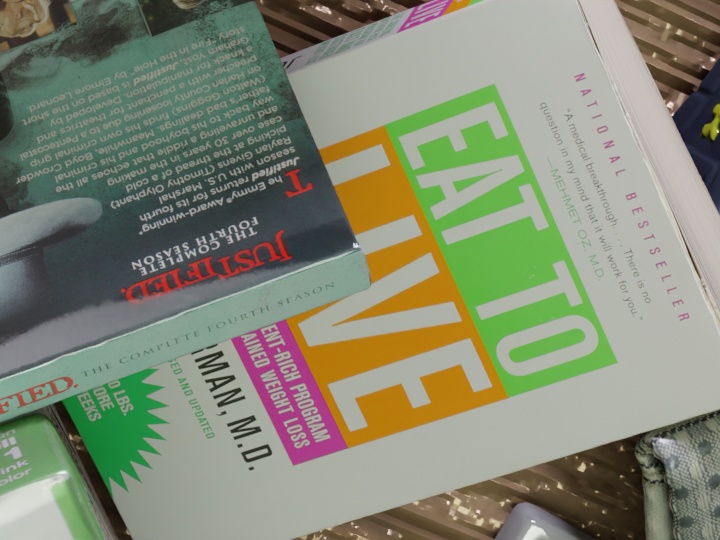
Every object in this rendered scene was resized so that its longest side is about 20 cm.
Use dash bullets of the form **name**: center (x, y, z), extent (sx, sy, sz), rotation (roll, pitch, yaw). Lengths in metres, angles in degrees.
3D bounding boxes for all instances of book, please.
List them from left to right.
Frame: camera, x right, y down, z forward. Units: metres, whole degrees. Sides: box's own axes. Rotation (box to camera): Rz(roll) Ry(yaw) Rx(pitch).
- **book**: center (0.000, 0.000, 0.869), extent (0.199, 0.048, 0.134), rotation (-20, 107, 23)

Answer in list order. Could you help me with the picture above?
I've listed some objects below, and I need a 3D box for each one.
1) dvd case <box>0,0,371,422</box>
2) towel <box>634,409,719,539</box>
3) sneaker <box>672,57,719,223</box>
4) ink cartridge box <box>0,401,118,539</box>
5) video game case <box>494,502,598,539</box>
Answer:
- **dvd case**: center (-0.096, -0.051, 0.809), extent (0.146, 0.200, 0.022), rotation (-20, 143, -5)
- **towel**: center (0.173, 0.095, 0.928), extent (0.192, 0.035, 0.201), rotation (-22, 124, -20)
- **sneaker**: center (0.139, -0.030, 0.910), extent (0.082, 0.074, 0.200), rotation (31, 101, -23)
- **ink cartridge box**: center (-0.103, 0.097, 0.830), extent (0.084, 0.200, 0.145), rotation (-25, 111, -6)
- **video game case**: center (0.088, 0.197, 0.988), extent (0.200, 0.023, 0.182), rotation (29, 98, -16)
